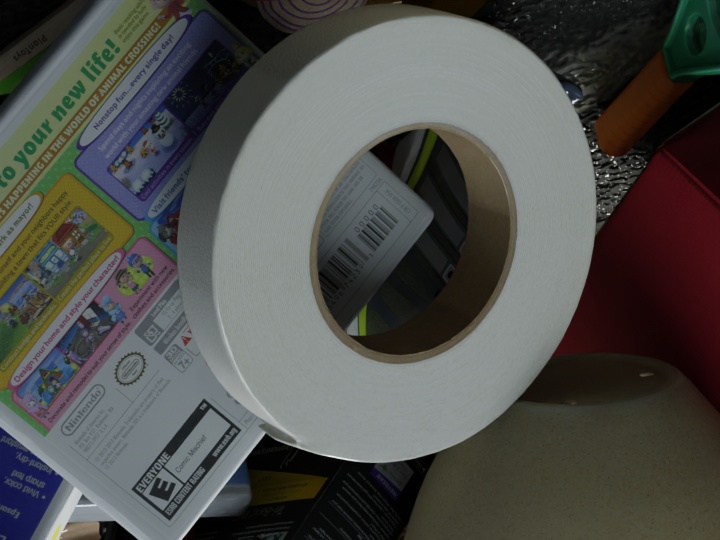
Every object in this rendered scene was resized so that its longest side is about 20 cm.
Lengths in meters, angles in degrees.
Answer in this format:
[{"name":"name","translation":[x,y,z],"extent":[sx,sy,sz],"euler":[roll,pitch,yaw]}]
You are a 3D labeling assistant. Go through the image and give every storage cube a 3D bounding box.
[{"name":"storage cube","translation":[0.225,0.012,1.132],"extent":[0.171,0.180,0.200],"euler":[-35,163,-38]}]

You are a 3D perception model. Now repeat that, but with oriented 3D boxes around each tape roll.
[{"name":"tape roll","translation":[0.015,-0.015,0.968],"extent":[0.203,0.037,0.203],"euler":[-9,108,-31]}]

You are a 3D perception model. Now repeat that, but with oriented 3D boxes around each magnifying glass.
[{"name":"magnifying glass","translation":[0.165,-0.112,1.086],"extent":[0.022,0.080,0.200],"euler":[-3,157,-20]}]

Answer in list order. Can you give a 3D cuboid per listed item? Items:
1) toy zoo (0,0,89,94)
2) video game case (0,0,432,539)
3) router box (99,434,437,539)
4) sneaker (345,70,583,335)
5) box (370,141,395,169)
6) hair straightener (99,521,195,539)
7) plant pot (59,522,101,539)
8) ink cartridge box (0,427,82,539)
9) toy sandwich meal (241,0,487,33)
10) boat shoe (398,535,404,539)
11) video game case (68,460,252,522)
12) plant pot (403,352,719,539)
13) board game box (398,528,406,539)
[{"name":"toy zoo","translation":[-0.092,-0.037,1.048],"extent":[0.131,0.020,0.200],"euler":[-32,108,27]},{"name":"video game case","translation":[-0.093,-0.008,0.976],"extent":[0.182,0.200,0.022],"euler":[42,169,-17]},{"name":"router box","translation":[-0.060,0.137,1.153],"extent":[0.200,0.157,0.052],"euler":[-15,122,50]},{"name":"sneaker","translation":[0.051,-0.015,1.063],"extent":[0.081,0.200,0.074],"euler":[8,175,43]},{"name":"box","translation":[0.000,0.000,1.167],"extent":[0.100,0.096,0.200],"euler":[-32,142,27]},{"name":"hair straightener","translation":[-0.127,0.126,1.153],"extent":[0.077,0.200,0.041],"euler":[-38,112,7]},{"name":"plant pot","translation":[-0.197,0.240,1.340],"extent":[0.200,0.175,0.200],"euler":[-29,164,-9]},{"name":"ink cartridge box","translation":[-0.216,0.059,1.017],"extent":[0.198,0.200,0.047],"euler":[24,153,6]},{"name":"toy sandwich meal","translation":[0.017,-0.159,0.953],"extent":[0.205,0.070,0.205],"euler":[-9,147,-6]},{"name":"boat shoe","translation":[0.038,0.190,1.316],"extent":[0.200,0.072,0.065],"euler":[-30,149,36]},{"name":"video game case","translation":[-0.165,0.043,1.095],"extent":[0.200,0.182,0.022],"euler":[0,144,-19]},{"name":"plant pot","translation":[0.109,0.115,1.050],"extent":[0.200,0.200,0.135],"euler":[-7,103,-8]},{"name":"board game box","translation":[0.070,0.124,1.379],"extent":[0.200,0.097,0.159],"euler":[-12,148,0]}]
